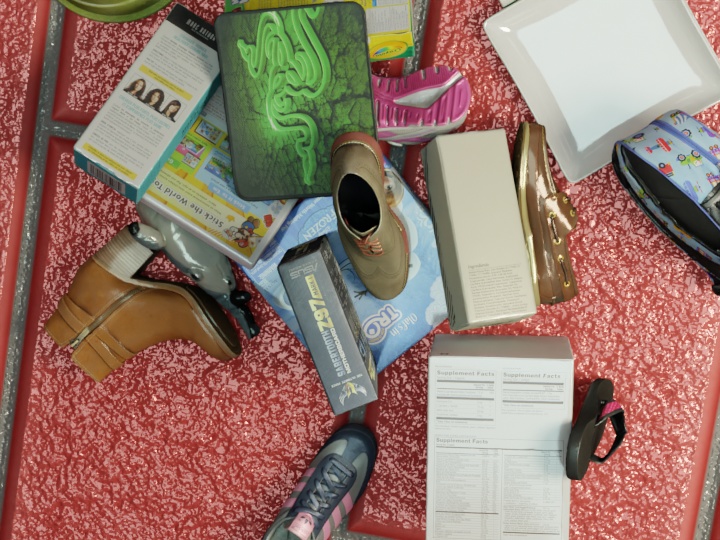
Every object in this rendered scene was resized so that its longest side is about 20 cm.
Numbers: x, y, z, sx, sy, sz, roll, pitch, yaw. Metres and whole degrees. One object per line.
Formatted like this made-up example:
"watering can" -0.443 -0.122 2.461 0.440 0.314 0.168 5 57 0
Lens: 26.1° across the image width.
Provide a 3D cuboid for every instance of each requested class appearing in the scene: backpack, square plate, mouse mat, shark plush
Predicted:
"backpack" 0.357 -0.085 1.582 0.200 0.183 0.135 44 90 9
"square plate" 0.261 -0.226 1.644 0.199 0.028 0.199 -29 94 9
"mouse mat" -0.064 -0.172 1.599 0.160 0.008 0.201 -4 105 11
"shark plush" -0.170 -0.017 1.695 0.200 0.083 0.091 40 71 -7

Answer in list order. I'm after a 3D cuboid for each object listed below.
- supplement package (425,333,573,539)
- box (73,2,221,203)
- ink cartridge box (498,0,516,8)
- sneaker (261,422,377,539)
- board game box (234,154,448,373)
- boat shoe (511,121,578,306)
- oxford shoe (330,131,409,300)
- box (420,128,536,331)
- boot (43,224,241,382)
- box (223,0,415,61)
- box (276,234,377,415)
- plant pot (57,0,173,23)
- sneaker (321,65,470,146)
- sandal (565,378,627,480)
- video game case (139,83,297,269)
"supplement package" 0.147 0.178 1.641 0.150 0.152 0.202 1 97 5
"box" -0.213 -0.176 1.629 0.082 0.049 0.201 32 71 1
"ink cartridge box" 0.199 -0.328 1.552 0.160 0.200 0.050 -29 93 9
"sneaker" -0.047 0.261 1.706 0.070 0.082 0.201 32 99 2
"board game box" 0.000 0.000 1.690 0.200 0.043 0.199 -40 93 9
"boat shoe" 0.197 -0.060 1.653 0.067 0.072 0.202 -5 102 1
"oxford shoe" 0.004 -0.040 1.595 0.070 0.075 0.201 -9 125 13
"box" 0.123 -0.042 1.630 0.082 0.068 0.201 -6 82 -14
"boot" -0.242 0.068 1.705 0.200 0.077 0.155 42 97 3
"box" -0.044 -0.269 1.633 0.199 0.048 0.118 -4 58 5
"box" -0.031 0.051 1.577 0.051 0.200 0.159 -22 96 3
"plant pot" -0.279 -0.362 1.604 0.199 0.190 0.202 1 96 6
"sneaker" 0.026 -0.168 1.646 0.199 0.088 0.082 5 78 17
"sandal" 0.250 0.168 1.606 0.045 0.200 0.076 3 105 16
"video game case" -0.153 -0.126 1.663 0.199 0.023 0.183 32 71 1
